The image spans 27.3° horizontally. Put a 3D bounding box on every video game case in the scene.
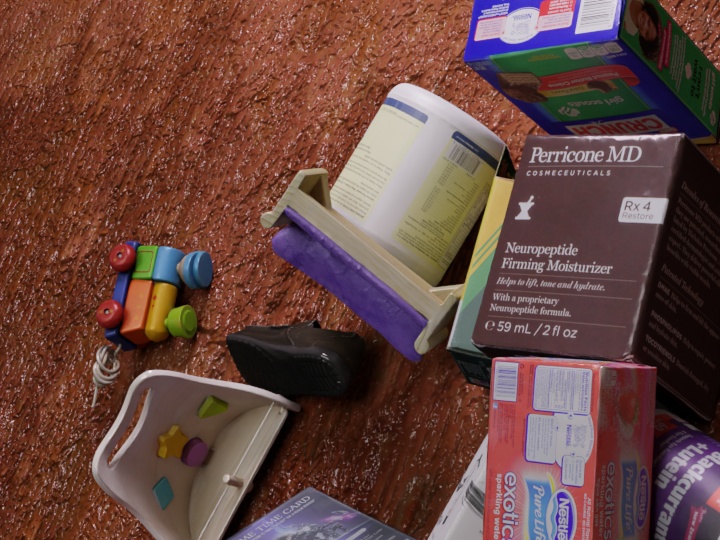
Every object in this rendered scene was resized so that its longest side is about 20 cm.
[{"bbox_3d":[-0.034,0.276,1.413,0.142,0.019,0.199,-28,30,-36],"label":"video game case"}]

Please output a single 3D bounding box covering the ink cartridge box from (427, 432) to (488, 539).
[{"bbox_3d":[0.124,0.206,1.283,0.084,0.146,0.202,30,88,3],"label":"ink cartridge box"}]

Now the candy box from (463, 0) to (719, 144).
[{"bbox_3d":[0.219,-0.187,1.376,0.168,0.199,0.078,-1,68,41],"label":"candy box"}]

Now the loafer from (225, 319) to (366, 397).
[{"bbox_3d":[-0.065,0.091,1.577,0.198,0.074,0.071,8,37,46],"label":"loafer"}]

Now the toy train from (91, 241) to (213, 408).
[{"bbox_3d":[-0.242,0.066,1.730,0.114,0.085,0.203,-1,67,25],"label":"toy train"}]

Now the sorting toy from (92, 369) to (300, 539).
[{"bbox_3d":[-0.190,0.185,1.545,0.106,0.179,0.202,25,85,44],"label":"sorting toy"}]

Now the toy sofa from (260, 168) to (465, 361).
[{"bbox_3d":[0.000,0.000,1.393,0.199,0.083,0.098,39,104,8],"label":"toy sofa"}]

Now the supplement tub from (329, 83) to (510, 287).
[{"bbox_3d":[0.046,-0.070,1.502,0.144,0.144,0.201,32,90,45],"label":"supplement tub"}]

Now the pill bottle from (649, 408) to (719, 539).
[{"bbox_3d":[0.286,0.202,1.179,0.199,0.111,0.112,32,90,45],"label":"pill bottle"}]

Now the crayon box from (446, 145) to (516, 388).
[{"bbox_3d":[0.139,0.001,1.394,0.050,0.127,0.203,12,75,17],"label":"crayon box"}]

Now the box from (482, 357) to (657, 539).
[{"bbox_3d":[0.161,0.170,1.144,0.102,0.094,0.203,1,87,39],"label":"box"}]

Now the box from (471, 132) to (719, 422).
[{"bbox_3d":[0.224,0.006,1.296,0.164,0.164,0.203,3,70,41],"label":"box"}]
